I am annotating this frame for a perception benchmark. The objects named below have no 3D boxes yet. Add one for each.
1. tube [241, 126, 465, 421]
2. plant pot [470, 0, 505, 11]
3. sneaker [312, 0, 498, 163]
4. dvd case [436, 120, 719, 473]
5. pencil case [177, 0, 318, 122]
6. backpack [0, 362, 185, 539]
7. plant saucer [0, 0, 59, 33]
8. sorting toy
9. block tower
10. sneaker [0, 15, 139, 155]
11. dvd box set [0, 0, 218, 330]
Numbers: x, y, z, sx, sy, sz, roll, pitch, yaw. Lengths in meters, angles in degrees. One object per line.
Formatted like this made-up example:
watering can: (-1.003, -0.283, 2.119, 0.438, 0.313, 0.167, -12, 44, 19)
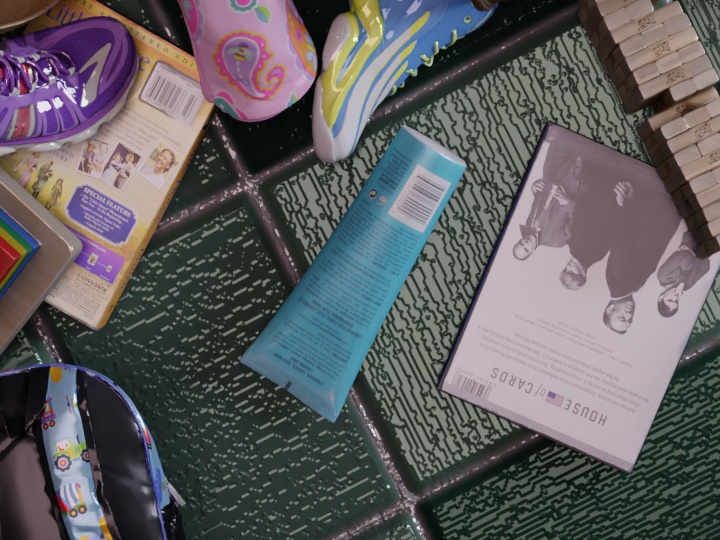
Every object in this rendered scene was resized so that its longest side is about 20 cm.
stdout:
tube: (0.000, 0.000, 1.139, 0.077, 0.050, 0.201, 32, 99, 5)
plant pot: (0.166, -0.266, 1.028, 0.196, 0.200, 0.203, 1, 93, 15)
sneaker: (0.034, -0.161, 1.121, 0.104, 0.076, 0.202, 16, 93, 1)
dvd case: (0.158, 0.019, 1.148, 0.149, 0.025, 0.202, 23, 94, 1)
pencil case: (-0.091, -0.194, 1.050, 0.086, 0.088, 0.201, -19, 130, 3)
backpack: (-0.209, 0.162, 1.118, 0.180, 0.135, 0.203, -11, 93, 4)
plant saucer: (-0.289, -0.211, 1.102, 0.198, 0.201, 0.036, 26, 132, 1)
sorting toy: (-0.329, -0.005, 1.128, 0.200, 0.070, 0.199, 41, 107, 1)
block tower: (0.213, -0.111, 1.110, 0.057, 0.054, 0.202, -24, 84, -4)
sneaker: (-0.226, -0.116, 1.071, 0.199, 0.083, 0.081, -29, 82, -30)
dvd box set: (-0.197, -0.082, 1.158, 0.145, 0.029, 0.202, 28, 95, 2)
